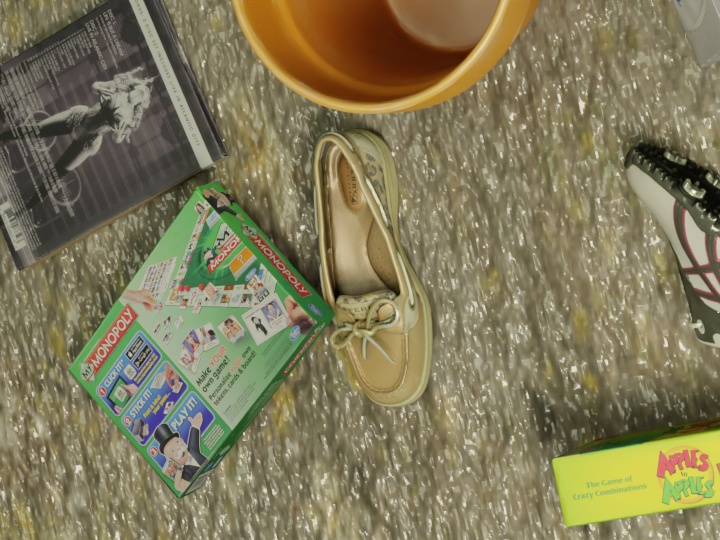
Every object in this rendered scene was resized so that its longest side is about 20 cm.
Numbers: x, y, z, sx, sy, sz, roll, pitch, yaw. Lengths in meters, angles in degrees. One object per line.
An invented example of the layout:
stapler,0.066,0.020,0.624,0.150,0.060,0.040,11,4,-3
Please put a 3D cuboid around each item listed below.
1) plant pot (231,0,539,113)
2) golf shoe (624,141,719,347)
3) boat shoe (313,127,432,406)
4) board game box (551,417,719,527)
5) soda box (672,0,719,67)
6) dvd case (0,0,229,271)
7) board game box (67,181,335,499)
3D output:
plant pot,0.037,-0.204,1.431,0.198,0.183,0.202,1,94,22
golf shoe,0.236,0.001,1.422,0.200,0.077,0.088,47,116,14
boat shoe,0.000,0.000,1.524,0.073,0.063,0.202,-14,89,22
board game box,0.237,0.124,1.412,0.198,0.101,0.048,-12,88,23
soda box,0.220,-0.241,1.404,0.068,0.063,0.201,-22,84,-13
dvd case,-0.209,-0.109,1.630,0.199,0.016,0.150,-27,82,23
board game box,-0.119,0.053,1.572,0.135,0.029,0.200,48,123,14
